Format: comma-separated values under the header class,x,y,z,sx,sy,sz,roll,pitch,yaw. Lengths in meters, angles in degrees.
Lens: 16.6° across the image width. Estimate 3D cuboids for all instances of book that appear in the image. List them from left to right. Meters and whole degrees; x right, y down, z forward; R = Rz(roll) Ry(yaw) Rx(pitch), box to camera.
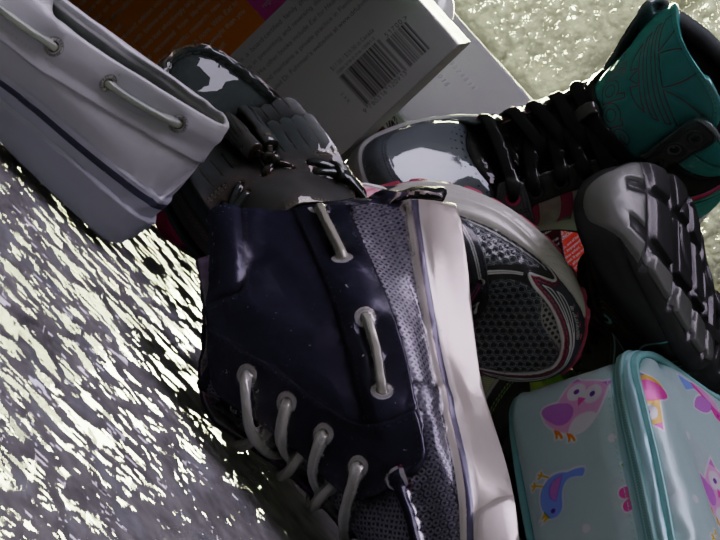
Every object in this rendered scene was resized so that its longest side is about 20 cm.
class,x,y,z,sx,sy,sz,roll,pitch,yaw
book,-0.068,-0.128,1.077,0.200,0.134,0.048,49,15,4

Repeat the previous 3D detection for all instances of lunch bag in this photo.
class,x,y,z,sx,sy,sz,roll,pitch,yaw
lunch bag,0.145,0.135,1.041,0.200,0.077,0.161,35,36,-47

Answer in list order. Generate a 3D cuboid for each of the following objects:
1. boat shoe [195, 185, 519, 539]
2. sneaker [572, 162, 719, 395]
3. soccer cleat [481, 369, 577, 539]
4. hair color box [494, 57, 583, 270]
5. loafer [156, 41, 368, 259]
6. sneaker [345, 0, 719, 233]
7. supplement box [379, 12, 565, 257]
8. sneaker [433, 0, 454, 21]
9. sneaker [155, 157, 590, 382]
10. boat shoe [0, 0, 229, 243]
class,x,y,z,sx,sy,sz,roll,pitch,yaw
boat shoe,-0.006,0.061,0.813,0.075,0.093,0.200,104,-18,-51
sneaker,0.121,0.023,1.078,0.200,0.079,0.076,52,35,-52
soccer cleat,0.054,0.051,1.126,0.067,0.081,0.200,7,61,-63
hair color box,0.113,-0.014,1.384,0.200,0.061,0.102,51,-10,11
loafer,-0.014,-0.006,0.912,0.200,0.072,0.063,58,-22,10
sneaker,0.099,-0.062,1.069,0.200,0.121,0.084,-5,59,-33
supplement box,0.052,-0.034,1.258,0.109,0.061,0.200,53,-13,37
sneaker,-0.020,-0.105,1.173,0.200,0.076,0.105,13,-32,43
sneaker,0.000,0.000,1.003,0.200,0.081,0.075,23,26,-13
boat shoe,-0.128,-0.094,0.856,0.200,0.067,0.074,42,10,-34
